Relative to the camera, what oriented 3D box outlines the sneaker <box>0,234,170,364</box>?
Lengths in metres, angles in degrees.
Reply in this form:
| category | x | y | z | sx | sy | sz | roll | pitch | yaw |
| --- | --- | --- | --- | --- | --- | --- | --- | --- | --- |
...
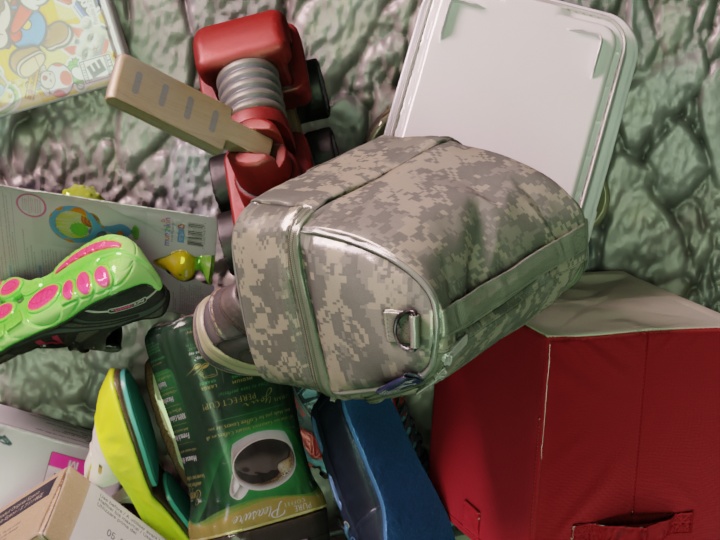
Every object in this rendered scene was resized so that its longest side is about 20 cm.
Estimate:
| category | x | y | z | sx | sy | sz | roll | pitch | yaw |
| --- | --- | --- | --- | --- | --- | --- | --- | --- | --- |
| sneaker | -0.225 | 0.040 | 1.186 | 0.199 | 0.077 | 0.084 | -19 | 133 | 36 |

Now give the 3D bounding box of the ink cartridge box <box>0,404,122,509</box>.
| category | x | y | z | sx | sy | sz | roll | pitch | yaw |
| --- | --- | --- | --- | --- | --- | --- | --- | --- | --- |
| ink cartridge box | -0.303 | 0.197 | 1.275 | 0.198 | 0.044 | 0.175 | 17 | 104 | -6 |

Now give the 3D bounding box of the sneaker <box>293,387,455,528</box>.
| category | x | y | z | sx | sy | sz | roll | pitch | yaw |
| --- | --- | --- | --- | --- | --- | --- | --- | --- | --- |
| sneaker | 0.014 | 0.133 | 1.243 | 0.199 | 0.079 | 0.096 | 32 | 101 | -10 |

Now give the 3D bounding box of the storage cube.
| category | x | y | z | sx | sy | sz | roll | pitch | yaw |
| --- | --- | --- | --- | --- | --- | --- | --- | --- | --- |
| storage cube | 0.161 | 0.108 | 1.163 | 0.169 | 0.200 | 0.182 | -2 | 105 | -22 |

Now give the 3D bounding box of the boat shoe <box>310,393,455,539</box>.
| category | x | y | z | sx | sy | sz | roll | pitch | yaw |
| --- | --- | --- | --- | --- | --- | --- | --- | --- | --- |
| boat shoe | 0.020 | 0.181 | 1.184 | 0.084 | 0.068 | 0.202 | -6 | 75 | -40 |

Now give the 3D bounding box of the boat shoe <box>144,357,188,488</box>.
| category | x | y | z | sx | sy | sz | roll | pitch | yaw |
| --- | --- | --- | --- | --- | --- | --- | --- | --- | --- |
| boat shoe | -0.105 | 0.147 | 1.250 | 0.075 | 0.072 | 0.201 | -21 | 112 | 7 |

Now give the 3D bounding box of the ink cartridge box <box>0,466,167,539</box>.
| category | x | y | z | sx | sy | sz | roll | pitch | yaw |
| --- | --- | --- | --- | --- | --- | --- | --- | --- | --- |
| ink cartridge box | -0.215 | 0.264 | 1.234 | 0.164 | 0.075 | 0.200 | -32 | 117 | 33 |

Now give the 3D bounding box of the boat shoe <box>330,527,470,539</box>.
| category | x | y | z | sx | sy | sz | roll | pitch | yaw |
| --- | --- | --- | --- | --- | --- | --- | --- | --- | --- |
| boat shoe | 0.044 | 0.235 | 1.275 | 0.199 | 0.071 | 0.071 | 4 | 102 | -29 |

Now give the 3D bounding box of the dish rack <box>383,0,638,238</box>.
| category | x | y | z | sx | sy | sz | roll | pitch | yaw |
| --- | --- | --- | --- | --- | --- | --- | --- | --- | --- |
| dish rack | 0.103 | -0.112 | 1.142 | 0.170 | 0.044 | 0.202 | 15 | 85 | 11 |

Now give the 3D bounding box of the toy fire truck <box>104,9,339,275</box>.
| category | x | y | z | sx | sy | sz | roll | pitch | yaw |
| --- | --- | --- | --- | --- | --- | --- | --- | --- | --- |
| toy fire truck | -0.091 | -0.112 | 1.083 | 0.127 | 0.178 | 0.201 | -13 | 150 | 3 |

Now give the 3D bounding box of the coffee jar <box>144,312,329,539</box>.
| category | x | y | z | sx | sy | sz | roll | pitch | yaw |
| --- | --- | --- | --- | --- | --- | --- | --- | --- | --- |
| coffee jar | -0.091 | 0.129 | 1.170 | 0.103 | 0.085 | 0.202 | -11 | 84 | -26 |

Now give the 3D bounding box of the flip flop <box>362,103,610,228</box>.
| category | x | y | z | sx | sy | sz | roll | pitch | yaw |
| --- | --- | --- | --- | --- | --- | --- | --- | --- | --- |
| flip flop | 0.099 | -0.075 | 1.193 | 0.198 | 0.058 | 0.082 | 20 | 105 | -7 |

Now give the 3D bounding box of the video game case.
| category | x | y | z | sx | sy | sz | roll | pitch | yaw |
| --- | --- | --- | --- | --- | --- | --- | --- | --- | --- |
| video game case | -0.284 | -0.215 | 1.164 | 0.180 | 0.023 | 0.202 | -15 | 106 | 4 |

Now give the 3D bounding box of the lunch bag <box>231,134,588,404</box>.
| category | x | y | z | sx | sy | sz | roll | pitch | yaw |
| --- | --- | --- | --- | --- | --- | --- | --- | --- | --- |
| lunch bag | 0.036 | 0.000 | 1.013 | 0.167 | 0.199 | 0.141 | 5 | 112 | 40 |

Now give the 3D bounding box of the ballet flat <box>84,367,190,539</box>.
| category | x | y | z | sx | sy | sz | roll | pitch | yaw |
| --- | --- | --- | --- | --- | --- | --- | --- | --- | --- |
| ballet flat | -0.178 | 0.165 | 1.220 | 0.066 | 0.067 | 0.201 | -18 | 125 | 4 |

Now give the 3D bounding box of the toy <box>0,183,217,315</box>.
| category | x | y | z | sx | sy | sz | roll | pitch | yaw |
| --- | --- | --- | --- | --- | --- | --- | --- | --- | --- |
| toy | -0.205 | -0.028 | 1.197 | 0.198 | 0.047 | 0.116 | 12 | 137 | 3 |

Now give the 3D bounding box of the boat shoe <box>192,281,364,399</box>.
| category | x | y | z | sx | sy | sz | roll | pitch | yaw |
| --- | --- | --- | --- | --- | --- | --- | --- | --- | --- |
| boat shoe | -0.020 | 0.046 | 1.128 | 0.198 | 0.073 | 0.075 | 5 | 63 | -27 |
